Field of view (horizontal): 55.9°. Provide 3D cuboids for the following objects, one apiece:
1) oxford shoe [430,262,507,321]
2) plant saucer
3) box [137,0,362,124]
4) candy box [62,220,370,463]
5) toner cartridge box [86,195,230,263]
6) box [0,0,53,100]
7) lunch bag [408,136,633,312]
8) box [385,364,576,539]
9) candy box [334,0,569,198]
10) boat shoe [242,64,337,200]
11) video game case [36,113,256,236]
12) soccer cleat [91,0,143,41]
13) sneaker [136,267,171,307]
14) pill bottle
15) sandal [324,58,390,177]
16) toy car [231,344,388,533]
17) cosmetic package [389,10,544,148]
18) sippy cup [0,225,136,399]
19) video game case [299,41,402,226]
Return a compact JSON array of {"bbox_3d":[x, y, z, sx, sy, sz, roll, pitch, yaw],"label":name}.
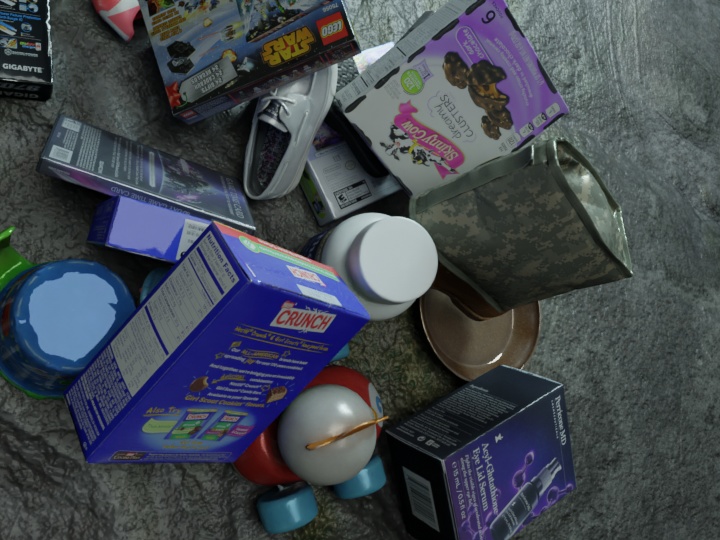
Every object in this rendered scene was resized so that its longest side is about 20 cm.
[{"bbox_3d":[0.109,-0.007,0.830,0.200,0.071,0.071,30,68,-19],"label":"oxford shoe"},{"bbox_3d":[0.153,0.052,0.902,0.200,0.037,0.201,6,78,-28],"label":"plant saucer"},{"bbox_3d":[-0.114,-0.250,0.689,0.200,0.040,0.137,-19,83,9],"label":"box"},{"bbox_3d":[-0.114,0.071,0.571,0.077,0.200,0.169,53,16,31],"label":"candy box"},{"bbox_3d":[-0.193,-0.032,0.628,0.095,0.200,0.043,17,85,-25],"label":"toner cartridge box"},{"bbox_3d":[-0.404,-0.253,0.647,0.200,0.046,0.159,-2,81,-29],"label":"box"},{"bbox_3d":[0.168,-0.056,0.716,0.200,0.164,0.118,36,46,-42],"label":"lunch bag"},{"bbox_3d":[0.147,0.223,0.803,0.200,0.104,0.148,-23,109,-30],"label":"box"},{"bbox_3d":[0.100,-0.186,0.758,0.200,0.072,0.168,-38,120,10],"label":"candy box"},{"bbox_3d":[-0.085,-0.168,0.737,0.072,0.200,0.069,31,27,9],"label":"boat shoe"},{"bbox_3d":[-0.208,-0.095,0.681,0.200,0.143,0.019,19,110,-25],"label":"video game case"},{"bbox_3d":[-0.209,-0.331,0.766,0.200,0.067,0.077,-40,109,-27],"label":"soccer cleat"},{"bbox_3d":[-0.123,0.049,0.677,0.200,0.095,0.079,20,73,-63],"label":"sneaker"},{"bbox_3d":[0.000,0.000,0.725,0.111,0.200,0.111,3,83,-21],"label":"pill bottle"},{"bbox_3d":[-0.024,-0.194,0.801,0.075,0.048,0.201,-45,115,-30],"label":"sandal"},{"bbox_3d":[-0.028,0.157,0.684,0.177,0.200,0.185,-14,87,-31],"label":"toy car"},{"bbox_3d":[0.119,-0.211,0.841,0.101,0.071,0.200,-44,106,12],"label":"cosmetic package"},{"bbox_3d":[-0.264,0.048,0.615,0.178,0.130,0.140,19,72,-25],"label":"sippy cup"},{"bbox_3d":[-0.003,-0.176,0.856,0.200,0.045,0.181,-27,95,-31],"label":"video game case"}]
